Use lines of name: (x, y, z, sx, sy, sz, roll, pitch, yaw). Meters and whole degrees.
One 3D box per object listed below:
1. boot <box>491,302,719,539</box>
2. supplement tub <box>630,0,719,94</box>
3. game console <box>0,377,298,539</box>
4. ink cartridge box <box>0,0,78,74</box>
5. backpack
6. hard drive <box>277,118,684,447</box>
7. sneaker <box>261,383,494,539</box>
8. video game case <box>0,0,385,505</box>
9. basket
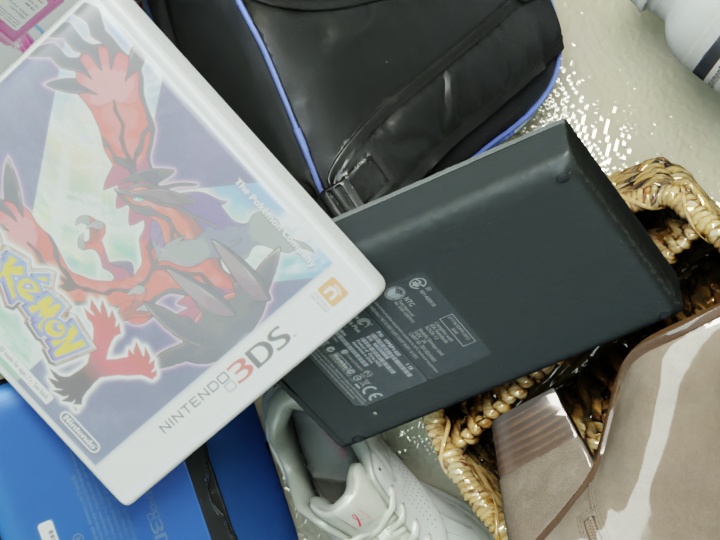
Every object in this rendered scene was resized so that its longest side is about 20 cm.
boot: (0.162, 0.106, 1.249, 0.200, 0.070, 0.147, -30, 80, 17)
supplement tub: (0.249, -0.130, 1.310, 0.200, 0.140, 0.140, 40, 101, 4)
game console: (-0.118, 0.117, 1.366, 0.170, 0.118, 0.201, -22, 107, -15)
ink cartridge box: (-0.150, -0.174, 1.284, 0.085, 0.145, 0.200, 47, 131, -13)
backpack: (-0.007, -0.126, 1.336, 0.147, 0.200, 0.184, -6, 113, 53)
hard drive: (0.045, 0.011, 1.266, 0.199, 0.033, 0.140, -23, 136, 19)
sneaker: (0.008, 0.140, 1.403, 0.078, 0.099, 0.200, -44, 87, 12)
video game case: (-0.118, -0.010, 1.230, 0.182, 0.023, 0.200, -40, 96, 21)
basket: (0.127, 0.046, 1.334, 0.200, 0.149, 0.143, -41, 103, 12)
